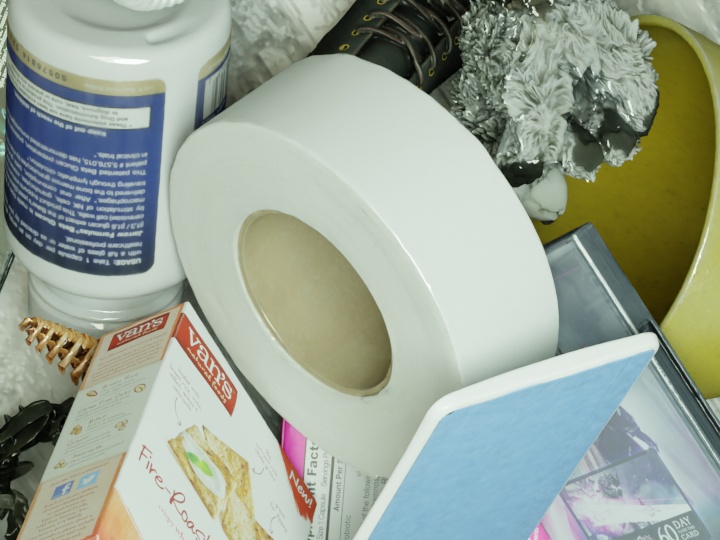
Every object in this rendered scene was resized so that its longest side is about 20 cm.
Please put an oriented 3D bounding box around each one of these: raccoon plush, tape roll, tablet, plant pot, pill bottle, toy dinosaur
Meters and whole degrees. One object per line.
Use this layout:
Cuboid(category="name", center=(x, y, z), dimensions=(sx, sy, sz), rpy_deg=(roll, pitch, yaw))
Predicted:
Cuboid(category="raccoon plush", center=(0.074, -0.119, 1.443), dimensions=(0.096, 0.134, 0.201), rpy_deg=(-11, 96, -27))
Cuboid(category="tape roll", center=(0.000, 0.000, 1.386), dimensions=(0.071, 0.202, 0.203), rpy_deg=(-37, 98, -31))
Cuboid(category="tablet", center=(0.055, 0.099, 1.368), dimensions=(0.130, 0.200, 0.014), rpy_deg=(-16, 61, -30))
Cuboid(category="plant pot", center=(0.180, -0.015, 1.476), dimensions=(0.141, 0.200, 0.201), rpy_deg=(16, 98, -26))
Cuboid(category="pill bottle", center=(-0.126, -0.056, 1.460), dimensions=(0.110, 0.111, 0.201), rpy_deg=(6, 127, -2))
Cuboid(category="toy dinosaur", center=(-0.134, 0.089, 1.493), dimensions=(0.135, 0.102, 0.200), rpy_deg=(-32, 117, -5))

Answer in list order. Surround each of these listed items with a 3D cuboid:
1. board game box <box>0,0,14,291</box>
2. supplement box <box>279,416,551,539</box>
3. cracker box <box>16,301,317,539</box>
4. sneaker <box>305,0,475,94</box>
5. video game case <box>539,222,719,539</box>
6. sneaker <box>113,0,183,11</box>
Cuboid(category="board game box", center=(-0.231, -0.065, 1.528), dimensions=(0.135, 0.028, 0.201), rpy_deg=(23, 96, -4))
Cuboid(category="supplement box", center=(0.055, 0.106, 1.520), dimensions=(0.199, 0.101, 0.104), rpy_deg=(6, 100, -1))
Cuboid(category="cracker box", center=(-0.089, 0.125, 1.365), dimensions=(0.057, 0.200, 0.134), rpy_deg=(-22, 115, 21))
Cuboid(category="sneaker", center=(0.035, -0.127, 1.485), dimensions=(0.075, 0.106, 0.200), rpy_deg=(41, 94, -6))
Cuboid(category="video game case", center=(0.120, 0.084, 1.405), dimensions=(0.019, 0.143, 0.200), rpy_deg=(-37, 95, -37))
Cuboid(category="sneaker", center=(-0.117, -0.212, 1.432), dimensions=(0.129, 0.080, 0.200), rpy_deg=(6, 62, 27))
